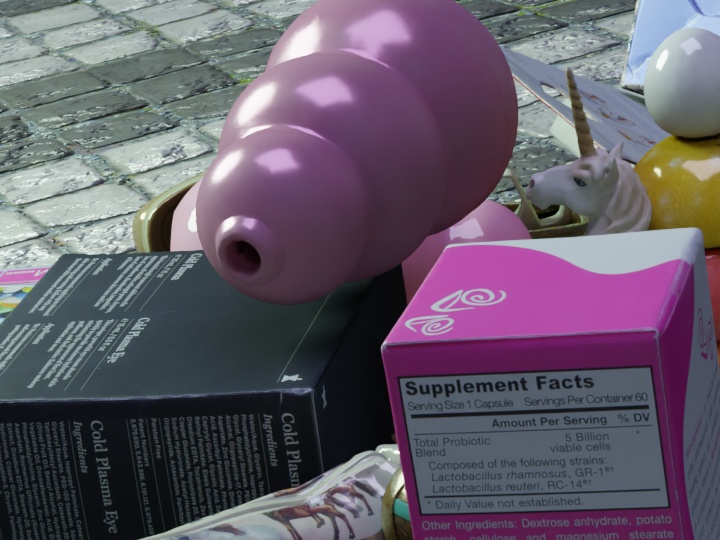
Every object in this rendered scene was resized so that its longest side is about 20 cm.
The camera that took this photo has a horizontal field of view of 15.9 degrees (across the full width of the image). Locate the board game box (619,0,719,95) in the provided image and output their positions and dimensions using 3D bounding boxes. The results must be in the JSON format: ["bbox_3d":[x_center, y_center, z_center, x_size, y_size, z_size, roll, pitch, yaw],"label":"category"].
[{"bbox_3d":[0.281,-0.128,1.521,0.159,0.097,0.200,10,-2,43],"label":"board game box"}]

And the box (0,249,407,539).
[{"bbox_3d":[-0.081,0.068,1.227,0.182,0.104,0.200,-3,20,15],"label":"box"}]

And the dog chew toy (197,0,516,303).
[{"bbox_3d":[-0.008,-0.052,1.196,0.124,0.125,0.200,2,29,28],"label":"dog chew toy"}]

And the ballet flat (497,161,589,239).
[{"bbox_3d":[0.105,-0.030,1.488,0.200,0.071,0.071,-7,19,3],"label":"ballet flat"}]

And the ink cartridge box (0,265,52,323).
[{"bbox_3d":[-0.202,0.046,1.450,0.119,0.042,0.200,-4,21,14],"label":"ink cartridge box"}]

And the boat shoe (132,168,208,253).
[{"bbox_3d":[-0.070,-0.035,1.583,0.066,0.074,0.200,5,13,43],"label":"boat shoe"}]

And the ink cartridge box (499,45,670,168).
[{"bbox_3d":[0.155,-0.059,1.424,0.173,0.044,0.200,16,16,-28],"label":"ink cartridge box"}]

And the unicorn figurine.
[{"bbox_3d":[0.080,0.031,1.185,0.137,0.200,0.074,-26,-31,35],"label":"unicorn figurine"}]

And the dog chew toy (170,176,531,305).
[{"bbox_3d":[0.000,0.000,1.377,0.200,0.125,0.125,-1,19,1],"label":"dog chew toy"}]

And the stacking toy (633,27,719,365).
[{"bbox_3d":[0.168,-0.016,1.213,0.146,0.200,0.146,-8,20,3],"label":"stacking toy"}]

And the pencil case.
[{"bbox_3d":[-0.059,0.134,1.055,0.200,0.090,0.078,-17,23,-25],"label":"pencil case"}]

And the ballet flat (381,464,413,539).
[{"bbox_3d":[0.108,0.105,1.045,0.200,0.068,0.072,8,7,-22],"label":"ballet flat"}]

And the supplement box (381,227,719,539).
[{"bbox_3d":[0.081,0.096,0.929,0.103,0.200,0.101,-2,20,17],"label":"supplement box"}]
